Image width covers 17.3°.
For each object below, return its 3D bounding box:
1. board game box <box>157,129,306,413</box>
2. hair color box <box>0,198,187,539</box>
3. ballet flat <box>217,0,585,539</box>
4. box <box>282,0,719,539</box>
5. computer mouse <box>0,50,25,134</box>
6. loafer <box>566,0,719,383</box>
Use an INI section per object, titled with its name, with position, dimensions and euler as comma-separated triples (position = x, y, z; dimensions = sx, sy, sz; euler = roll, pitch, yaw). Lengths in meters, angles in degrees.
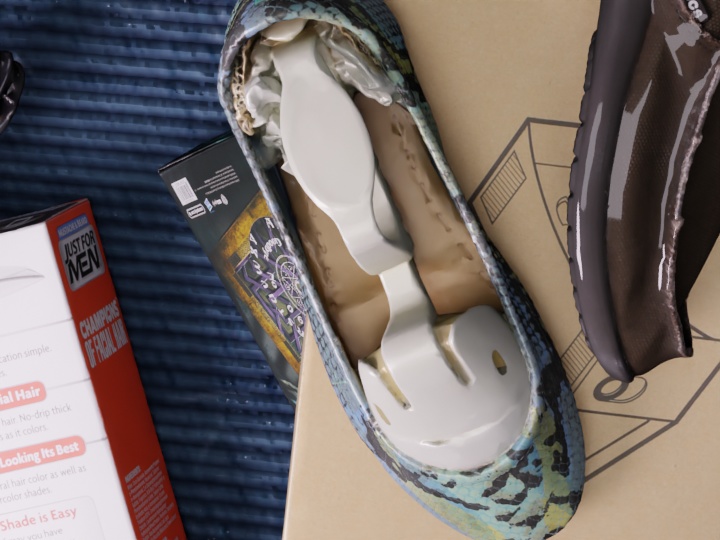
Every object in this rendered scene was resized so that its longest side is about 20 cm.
[board game box]
position = 0.000, 0.000, 0.871
dimensions = 0.028, 0.200, 0.135
euler = -32, 97, -24
[hair color box]
position = -0.142, 0.082, 0.970
dimensions = 0.111, 0.064, 0.200
euler = -13, 99, 14
[ballet flat]
position = 0.009, 0.002, 0.722
dimensions = 0.074, 0.074, 0.200
euler = -26, 95, 14
[box]
position = 0.065, 0.009, 0.762
dimensions = 0.163, 0.021, 0.200
euler = 7, 100, 5
[computer mouse]
position = -0.242, -0.072, 0.953
dimensions = 0.200, 0.053, 0.139
euler = 35, 82, 14
[loafer]
position = 0.103, -0.062, 0.696
dimensions = 0.071, 0.073, 0.200
euler = 7, 100, 7
